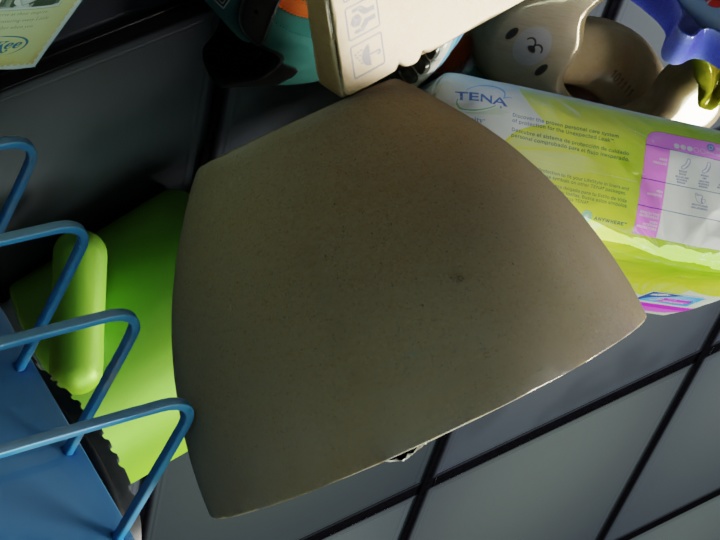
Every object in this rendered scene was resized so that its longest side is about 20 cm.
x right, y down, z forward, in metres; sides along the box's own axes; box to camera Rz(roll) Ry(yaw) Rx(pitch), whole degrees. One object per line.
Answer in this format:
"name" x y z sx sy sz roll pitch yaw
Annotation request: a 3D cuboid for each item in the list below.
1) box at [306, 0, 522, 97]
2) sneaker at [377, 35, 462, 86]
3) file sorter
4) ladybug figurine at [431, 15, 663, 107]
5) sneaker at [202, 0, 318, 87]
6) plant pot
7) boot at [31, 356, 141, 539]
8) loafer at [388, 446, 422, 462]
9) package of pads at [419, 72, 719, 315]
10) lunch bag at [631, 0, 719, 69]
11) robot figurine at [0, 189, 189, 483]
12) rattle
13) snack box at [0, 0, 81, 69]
"box" 0.041 -0.184 1.075 0.163 0.021 0.201 -30 134 -24
"sneaker" 0.057 -0.153 1.226 0.090 0.079 0.200 -18 156 -40
"file sorter" -0.179 0.027 1.133 0.138 0.200 0.123 -15 151 -37
"ladybug figurine" 0.070 -0.053 1.428 0.200 0.072 0.136 -44 120 4
"sneaker" -0.029 -0.137 1.148 0.080 0.072 0.200 -20 151 -15
"plant pot" 0.000 0.000 1.144 0.200 0.135 0.200 -25 -178 1
"boot" -0.212 0.081 1.210 0.168 0.200 0.077 -17 149 -40
"loafer" 0.022 0.047 1.343 0.075 0.070 0.200 -15 165 -3
"package of pads" 0.099 -0.032 1.310 0.199 0.069 0.154 11 169 -16
"lunch bag" 0.186 -0.137 1.248 0.200 0.150 0.094 -37 160 -44
"robot figurine" -0.114 0.039 1.362 0.200 0.116 0.175 -31 171 1
"rattle" 0.112 -0.083 1.311 0.199 0.143 0.130 -2 139 -27
"snack box" -0.177 -0.120 1.028 0.200 0.037 0.116 -8 149 -46
